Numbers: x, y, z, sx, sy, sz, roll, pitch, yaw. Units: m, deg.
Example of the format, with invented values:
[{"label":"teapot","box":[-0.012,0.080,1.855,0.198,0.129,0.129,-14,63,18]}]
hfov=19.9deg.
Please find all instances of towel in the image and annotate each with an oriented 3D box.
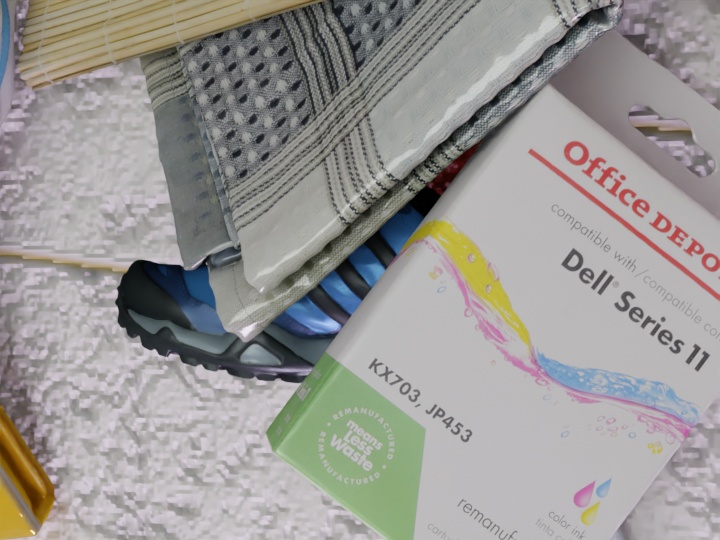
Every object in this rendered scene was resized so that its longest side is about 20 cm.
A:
[{"label":"towel","box":[-0.010,-0.098,0.766,0.200,0.034,0.193,-42,46,24]}]

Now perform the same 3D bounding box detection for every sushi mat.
[{"label":"sushi mat","box":[-0.068,-0.136,0.807,0.199,0.012,0.096,-11,73,43]}]

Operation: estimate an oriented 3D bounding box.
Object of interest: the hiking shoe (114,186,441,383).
[{"label":"hiking shoe","box":[0.000,0.000,0.814,0.199,0.074,0.087,4,96,12]}]

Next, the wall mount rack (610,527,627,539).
[{"label":"wall mount rack","box":[0.110,0.184,0.782,0.173,0.074,0.201,-15,92,25]}]

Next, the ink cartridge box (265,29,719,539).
[{"label":"ink cartridge box","box":[0.070,0.015,0.731,0.117,0.067,0.200,37,88,-3]}]

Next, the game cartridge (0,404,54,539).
[{"label":"game cartridge","box":[-0.258,0.058,0.909,0.199,0.033,0.177,-8,127,27]}]

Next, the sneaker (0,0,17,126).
[{"label":"sneaker","box":[-0.191,-0.048,0.888,0.076,0.081,0.201,31,129,7]}]
